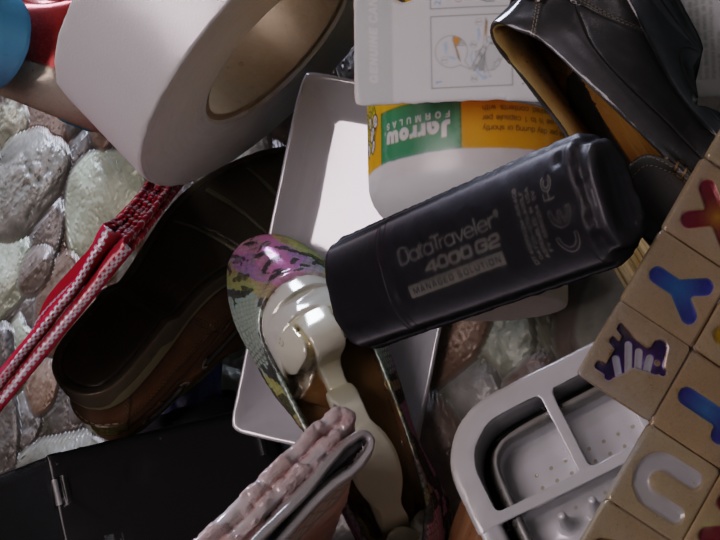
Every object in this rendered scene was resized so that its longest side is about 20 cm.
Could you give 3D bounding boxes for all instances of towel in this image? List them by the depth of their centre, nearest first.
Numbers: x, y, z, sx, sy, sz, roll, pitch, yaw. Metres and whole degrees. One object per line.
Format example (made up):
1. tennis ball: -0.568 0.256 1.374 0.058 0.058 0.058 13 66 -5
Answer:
1. towel: -0.076 0.168 0.770 0.032 0.200 0.191 42 153 12
2. towel: -0.157 0.009 0.909 0.145 0.022 0.200 -50 7 13

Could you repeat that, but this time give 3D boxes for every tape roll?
1. tape roll: -0.066 -0.140 0.872 0.071 0.202 0.203 44 114 11

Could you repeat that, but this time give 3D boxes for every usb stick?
1. usb stick: 0.046 -0.008 0.701 0.199 0.032 0.056 -23 82 56

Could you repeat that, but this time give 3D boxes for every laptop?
1. laptop: -0.130 0.195 0.930 0.116 0.198 0.189 129 128 -76

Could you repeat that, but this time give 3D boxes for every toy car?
1. toy car: -0.173 -0.194 1.006 0.176 0.184 0.202 23 92 43

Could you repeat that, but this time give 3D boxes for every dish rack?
1. dish rack: 0.147 0.117 0.682 0.170 0.044 0.201 -26 60 2

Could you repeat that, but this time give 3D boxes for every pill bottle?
1. pill bottle: 0.058 -0.080 0.810 0.112 0.112 0.202 -10 76 41

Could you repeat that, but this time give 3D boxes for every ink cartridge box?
1. ink cartridge box: 0.097 -0.150 0.760 0.198 0.047 0.162 -2 80 6

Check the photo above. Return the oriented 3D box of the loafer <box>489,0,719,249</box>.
1. loafer: 0.123 -0.035 0.675 0.201 0.072 0.073 60 156 14

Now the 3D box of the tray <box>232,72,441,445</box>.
1. tray: 0.000 0.000 0.892 0.106 0.022 0.202 12 90 17

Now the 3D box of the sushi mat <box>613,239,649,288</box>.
1. sushi mat: 0.178 0.019 0.746 0.096 0.012 0.201 -44 55 29

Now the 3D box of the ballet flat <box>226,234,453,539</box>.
1. ballet flat: -0.009 0.064 0.841 0.069 0.071 0.201 -26 80 -6

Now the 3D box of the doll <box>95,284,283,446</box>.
1. doll: -0.098 0.094 0.965 0.135 0.048 0.202 -23 67 15

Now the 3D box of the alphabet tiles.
1. alphabet tiles: 0.168 0.057 0.629 0.201 0.166 0.008 -57 2 -11

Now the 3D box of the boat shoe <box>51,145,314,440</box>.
1. boat shoe: -0.091 0.011 0.935 0.200 0.068 0.072 -43 55 -16

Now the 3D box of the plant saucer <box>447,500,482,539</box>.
1. plant saucer: 0.109 0.162 0.763 0.199 0.032 0.203 -9 78 46
